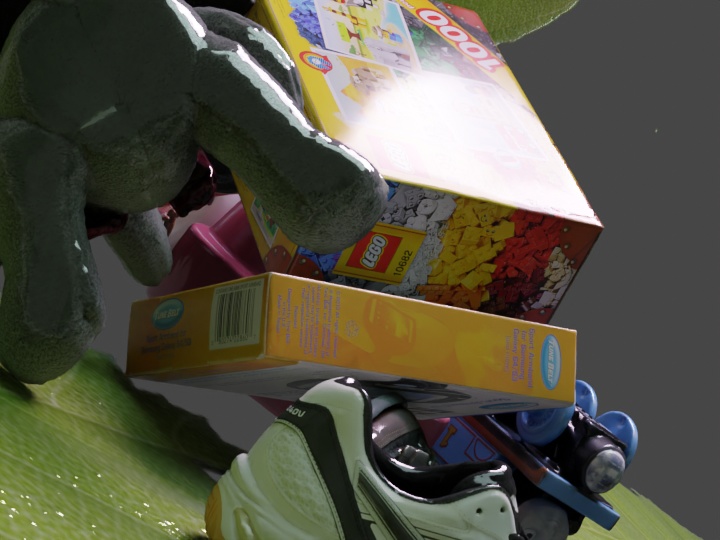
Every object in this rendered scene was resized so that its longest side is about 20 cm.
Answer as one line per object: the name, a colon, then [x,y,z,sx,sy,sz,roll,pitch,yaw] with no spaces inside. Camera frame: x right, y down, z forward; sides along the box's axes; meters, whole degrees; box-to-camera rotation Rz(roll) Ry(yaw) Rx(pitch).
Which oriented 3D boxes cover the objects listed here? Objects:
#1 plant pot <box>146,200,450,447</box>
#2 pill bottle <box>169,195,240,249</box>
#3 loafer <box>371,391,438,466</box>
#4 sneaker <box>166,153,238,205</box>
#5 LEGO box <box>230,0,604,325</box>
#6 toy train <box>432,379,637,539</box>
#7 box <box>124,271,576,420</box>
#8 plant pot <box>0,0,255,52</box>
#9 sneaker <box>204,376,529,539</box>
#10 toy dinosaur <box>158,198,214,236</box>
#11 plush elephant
plant pot: [0.000,0.000,1.056,0.199,0.180,0.200,37,3,-2]
pill bottle: [-0.039,-0.004,1.213,0.199,0.120,0.120,35,3,-23]
loafer: [0.015,0.100,0.786,0.063,0.072,0.200,43,2,9]
sneaker: [-0.119,-0.071,1.003,0.198,0.075,0.087,-8,-4,-7]
LEGO box: [0.012,-0.065,0.875,0.147,0.078,0.201,11,34,-27]
toy train: [0.093,0.107,1.098,0.086,0.115,0.200,30,5,-31]
box: [0.006,0.040,0.805,0.198,0.042,0.119,9,-12,-36]
plant pot: [-0.205,-0.138,0.826,0.199,0.178,0.199,37,3,28]
sneaker: [0.042,0.118,0.631,0.199,0.088,0.076,38,1,-11]
toy dinosaur: [-0.152,-0.057,1.121,0.136,0.086,0.200,49,-18,12]
plush elephant: [-0.112,-0.054,0.729,0.201,0.164,0.155,58,-14,5]
